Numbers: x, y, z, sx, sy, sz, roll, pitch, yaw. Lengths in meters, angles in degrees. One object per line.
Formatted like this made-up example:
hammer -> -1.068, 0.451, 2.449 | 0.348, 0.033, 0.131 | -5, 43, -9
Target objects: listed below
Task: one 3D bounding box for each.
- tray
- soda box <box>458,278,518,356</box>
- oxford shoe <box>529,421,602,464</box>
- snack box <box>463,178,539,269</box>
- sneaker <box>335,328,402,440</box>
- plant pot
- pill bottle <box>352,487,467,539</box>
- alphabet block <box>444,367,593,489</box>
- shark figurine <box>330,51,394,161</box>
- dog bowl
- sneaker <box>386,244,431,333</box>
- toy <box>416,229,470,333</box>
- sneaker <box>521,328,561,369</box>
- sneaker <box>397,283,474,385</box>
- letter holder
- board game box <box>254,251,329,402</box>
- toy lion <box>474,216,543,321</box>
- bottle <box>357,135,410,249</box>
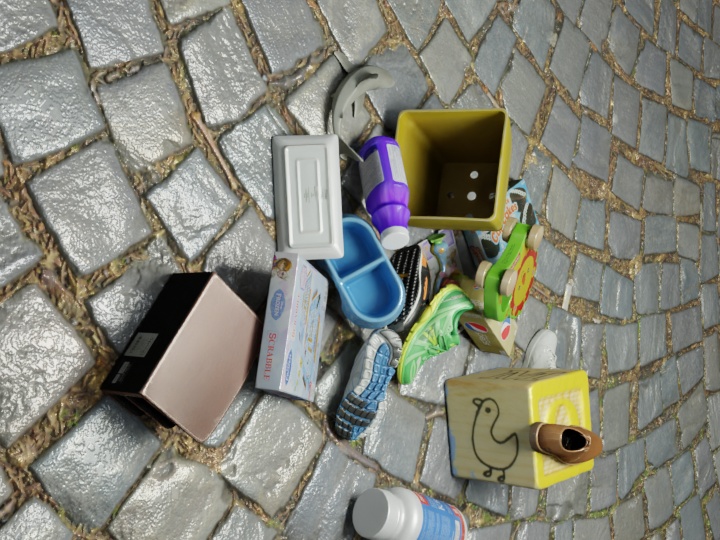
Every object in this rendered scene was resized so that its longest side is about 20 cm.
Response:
tray -> -0.083, -0.118, 1.503 | 0.107, 0.022, 0.201 | -3, 89, -7
soda box -> 0.237, 0.090, 1.779 | 0.200, 0.064, 0.068 | 51, 54, -54
oxford shoe -> 0.382, 0.308, 1.669 | 0.199, 0.071, 0.072 | 16, 75, -45
snack box -> 0.283, -0.092, 1.899 | 0.200, 0.037, 0.117 | -37, 112, -40
sneaker -> 0.011, 0.189, 1.588 | 0.075, 0.087, 0.201 | 23, 92, -13
plant pot -> 0.178, -0.161, 1.690 | 0.176, 0.199, 0.201 | 33, 63, -63
pill bottle -> 0.083, 0.434, 1.611 | 0.200, 0.112, 0.113 | 30, 67, -41
alphabet block -> 0.300, 0.289, 1.776 | 0.196, 0.199, 0.197 | -8, 92, -45
shark figurine -> -0.003, -0.294, 1.596 | 0.128, 0.089, 0.215 | 45, 56, -31
dog bowl -> 0.000, 0.000, 1.543 | 0.111, 0.050, 0.201 | -28, 89, -6
sneaker -> 0.093, 0.047, 1.650 | 0.090, 0.070, 0.201 | 56, 31, -34
toy -> 0.173, 0.026, 1.774 | 0.115, 0.047, 0.201 | -31, 108, -40
sneaker -> 0.391, 0.205, 1.933 | 0.074, 0.115, 0.200 | 47, 55, -30
sneaker -> 0.131, 0.120, 1.664 | 0.201, 0.083, 0.074 | -57, 168, 0
letter holder -> -0.239, 0.123, 1.322 | 0.142, 0.100, 0.201 | 48, 56, -34
board game box -> -0.100, 0.091, 1.432 | 0.200, 0.041, 0.201 | 50, 46, -73
toy lion -> 0.273, 0.017, 1.704 | 0.200, 0.068, 0.192 | -53, 150, -37
bottle -> 0.043, -0.129, 1.581 | 0.065, 0.084, 0.201 | 8, 52, -25
